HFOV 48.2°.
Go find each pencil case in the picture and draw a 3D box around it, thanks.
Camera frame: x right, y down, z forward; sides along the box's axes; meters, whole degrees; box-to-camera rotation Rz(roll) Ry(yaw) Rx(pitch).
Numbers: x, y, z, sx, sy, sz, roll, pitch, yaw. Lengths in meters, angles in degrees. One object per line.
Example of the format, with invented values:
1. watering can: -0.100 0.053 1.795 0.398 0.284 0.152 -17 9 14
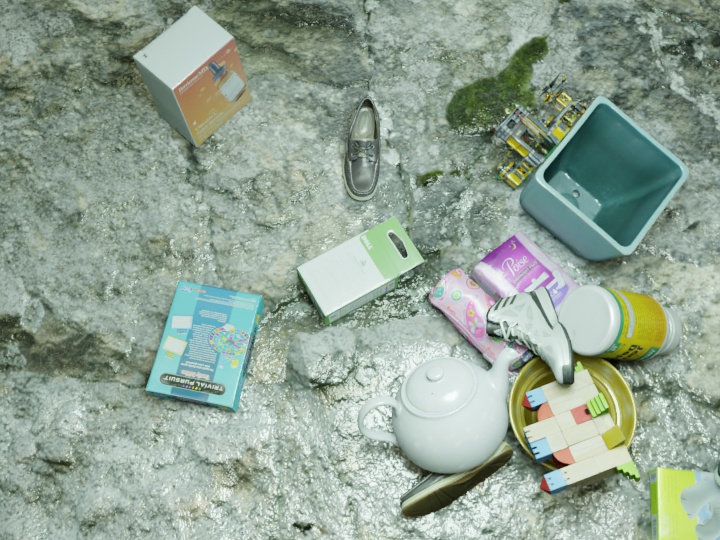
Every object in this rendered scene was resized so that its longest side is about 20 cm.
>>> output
1. pencil case: 0.205 0.089 1.361 0.087 0.087 0.200 -39 74 -13

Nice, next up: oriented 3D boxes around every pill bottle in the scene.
1. pill bottle: 0.425 0.089 1.301 0.200 0.113 0.113 9 63 -36

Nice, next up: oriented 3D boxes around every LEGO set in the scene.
1. LEGO set: 0.303 -0.258 1.456 0.116 0.154 0.200 42 80 2

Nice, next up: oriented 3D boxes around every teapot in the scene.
1. teapot: 0.127 0.207 1.253 0.197 0.146 0.200 11 50 36

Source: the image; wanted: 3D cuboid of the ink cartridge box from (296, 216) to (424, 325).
1. ink cartridge box: 0.000 0.000 1.415 0.200 0.059 0.104 -29 71 -9

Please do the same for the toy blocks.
1. toy blocks: 0.309 0.247 1.211 0.137 0.100 0.200 -21 59 3

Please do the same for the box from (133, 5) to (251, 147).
1. box: -0.304 -0.353 1.486 0.106 0.200 0.152 41 76 16

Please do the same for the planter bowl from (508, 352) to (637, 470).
1. planter bowl: 0.335 0.233 1.302 0.200 0.083 0.201 -1 70 2

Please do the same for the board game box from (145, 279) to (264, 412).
1. board game box: -0.263 0.128 1.379 0.151 0.047 0.200 11 70 6

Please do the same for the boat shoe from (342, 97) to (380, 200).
1. boat shoe: 0.004 -0.230 1.501 0.072 0.065 0.200 5 70 2

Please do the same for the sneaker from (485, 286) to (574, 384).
1. sneaker: 0.259 0.110 1.254 0.115 0.076 0.201 -12 37 2

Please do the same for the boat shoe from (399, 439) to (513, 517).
1. boat shoe: 0.146 0.322 1.286 0.200 0.073 0.065 -28 50 -7

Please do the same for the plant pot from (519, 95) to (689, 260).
1. plant pot: 0.387 -0.132 1.372 0.196 0.200 0.196 40 74 1

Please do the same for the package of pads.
1. package of pads: 0.298 0.037 1.384 0.120 0.076 0.200 -39 73 -15

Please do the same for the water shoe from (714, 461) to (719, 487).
1. water shoe: 0.627 0.270 1.254 0.071 0.079 0.200 33 51 28

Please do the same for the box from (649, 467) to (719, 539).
1. box: 0.560 0.381 1.258 0.200 0.048 0.122 5 69 4
